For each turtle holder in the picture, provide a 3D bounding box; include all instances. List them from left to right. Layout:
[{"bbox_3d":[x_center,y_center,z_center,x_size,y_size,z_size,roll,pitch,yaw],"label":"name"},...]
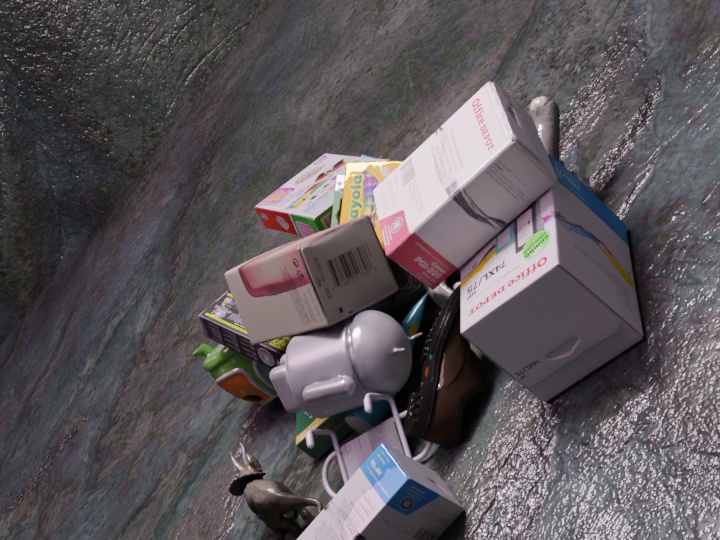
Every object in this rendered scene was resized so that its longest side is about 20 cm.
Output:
[{"bbox_3d":[-0.155,0.123,1.972,0.140,0.132,0.186,-37,7,26],"label":"turtle holder"}]

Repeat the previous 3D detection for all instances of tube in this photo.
[{"bbox_3d":[0.042,0.124,1.714,0.201,0.050,0.078,-63,3,-24],"label":"tube"}]

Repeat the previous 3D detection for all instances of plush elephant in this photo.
[{"bbox_3d":[0.177,-0.096,1.623,0.153,0.165,0.203,0,66,13],"label":"plush elephant"}]

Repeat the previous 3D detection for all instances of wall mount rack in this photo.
[{"bbox_3d":[0.006,0.256,1.575,0.199,0.074,0.176,-35,61,36],"label":"wall mount rack"}]

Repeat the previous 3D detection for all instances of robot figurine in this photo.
[{"bbox_3d":[-0.017,0.119,1.634,0.198,0.114,0.170,-20,19,26],"label":"robot figurine"}]

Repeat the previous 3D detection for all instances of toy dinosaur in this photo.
[{"bbox_3d":[-0.116,0.305,1.682,0.077,0.102,0.200,-55,23,-8],"label":"toy dinosaur"}]

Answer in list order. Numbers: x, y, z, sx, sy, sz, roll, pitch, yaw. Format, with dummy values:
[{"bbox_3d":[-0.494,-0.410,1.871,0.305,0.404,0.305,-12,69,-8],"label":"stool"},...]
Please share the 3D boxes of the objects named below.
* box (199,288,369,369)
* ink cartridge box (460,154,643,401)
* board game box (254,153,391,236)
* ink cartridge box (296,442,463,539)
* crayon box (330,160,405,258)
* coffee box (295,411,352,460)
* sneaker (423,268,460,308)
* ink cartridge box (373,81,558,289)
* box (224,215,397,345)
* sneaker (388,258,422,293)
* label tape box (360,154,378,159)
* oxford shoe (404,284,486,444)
[{"bbox_3d":[-0.109,0.065,1.845,0.198,0.045,0.160,21,50,35],"label":"box"},{"bbox_3d":[0.211,0.008,1.443,0.146,0.146,0.201,-37,28,29],"label":"ink cartridge box"},{"bbox_3d":[-0.051,-0.113,1.902,0.153,0.041,0.199,-38,24,-19],"label":"board game box"},{"bbox_3d":[0.006,0.302,1.429,0.200,0.116,0.068,-49,44,7],"label":"ink cartridge box"},{"bbox_3d":[0.044,-0.082,1.735,0.197,0.052,0.128,0,75,22],"label":"crayon box"},{"bbox_3d":[-0.037,0.160,1.815,0.123,0.044,0.201,-40,26,23],"label":"coffee box"},{"bbox_3d":[0.126,0.014,1.679,0.076,0.081,0.200,-56,22,-4],"label":"sneaker"},{"bbox_3d":[0.117,-0.099,1.469,0.200,0.084,0.146,-44,29,22],"label":"ink cartridge box"},{"bbox_3d":[-0.068,0.014,1.686,0.127,0.110,0.199,-26,6,-36],"label":"box"},{"bbox_3d":[0.000,0.000,1.793,0.198,0.082,0.074,7,24,35],"label":"sneaker"},{"bbox_3d":[0.019,-0.068,1.950,0.142,0.066,0.201,17,71,39],"label":"label tape box"},{"bbox_3d":[0.115,0.115,1.552,0.073,0.083,0.202,128,158,-74],"label":"oxford shoe"}]
